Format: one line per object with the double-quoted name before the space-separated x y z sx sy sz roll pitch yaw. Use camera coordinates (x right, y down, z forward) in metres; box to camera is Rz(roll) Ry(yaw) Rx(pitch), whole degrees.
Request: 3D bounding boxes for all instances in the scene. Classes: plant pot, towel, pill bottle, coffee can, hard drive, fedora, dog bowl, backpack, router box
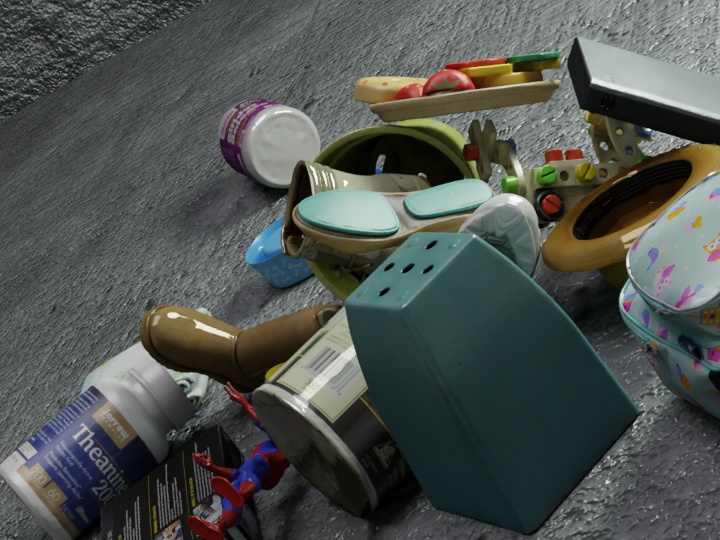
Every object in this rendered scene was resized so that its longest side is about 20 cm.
"plant pot" 0.051 -0.075 1.726 0.199 0.202 0.184 -27 10 21
"towel" -0.249 0.134 1.903 0.170 0.048 0.200 -28 22 10
"pill bottle" -0.137 -0.184 2.317 0.112 0.113 0.200 -39 21 -10
"coffee can" 0.024 0.092 1.430 0.200 0.147 0.146 -43 22 -20
"plant pot" 0.088 0.076 1.292 0.141 0.201 0.141 -44 23 -22
"pill bottle" -0.274 0.186 1.733 0.200 0.111 0.111 -41 22 -15
"hard drive" 0.296 -0.158 1.525 0.140 0.198 0.033 -88 15 -65
"fedora" 0.254 -0.032 1.438 0.199 0.082 0.201 -31 14 8
"dog bowl" -0.044 -0.047 1.970 0.199 0.050 0.112 -29 22 15
"backpack" 0.282 0.016 1.204 0.176 0.154 0.200 -43 15 -7
"router box" -0.172 0.242 1.540 0.149 0.051 0.200 -35 21 5

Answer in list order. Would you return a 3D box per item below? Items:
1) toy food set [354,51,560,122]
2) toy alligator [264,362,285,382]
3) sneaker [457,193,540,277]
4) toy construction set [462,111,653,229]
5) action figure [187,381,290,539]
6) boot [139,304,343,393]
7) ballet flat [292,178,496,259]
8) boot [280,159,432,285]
"toy food set" 0.103 -0.181 1.627 0.196 0.049 0.200 -9 5 -18
"toy alligator" -0.046 0.128 1.581 0.054 0.060 0.200 -29 20 -9
"sneaker" 0.127 -0.024 1.472 0.201 0.077 0.100 98 -164 -62
"toy construction set" 0.201 -0.110 1.595 0.198 0.133 0.092 -8 -10 0
"action figure" -0.117 0.166 1.456 0.066 0.099 0.200 -56 -9 15
"boot" -0.101 0.065 1.664 0.199 0.174 0.067 -16 60 46
"ballet flat" 0.032 -0.038 1.497 0.198 0.063 0.069 -6 45 -18
"boot" 0.000 0.000 1.550 0.072 0.153 0.202 -17 71 52
